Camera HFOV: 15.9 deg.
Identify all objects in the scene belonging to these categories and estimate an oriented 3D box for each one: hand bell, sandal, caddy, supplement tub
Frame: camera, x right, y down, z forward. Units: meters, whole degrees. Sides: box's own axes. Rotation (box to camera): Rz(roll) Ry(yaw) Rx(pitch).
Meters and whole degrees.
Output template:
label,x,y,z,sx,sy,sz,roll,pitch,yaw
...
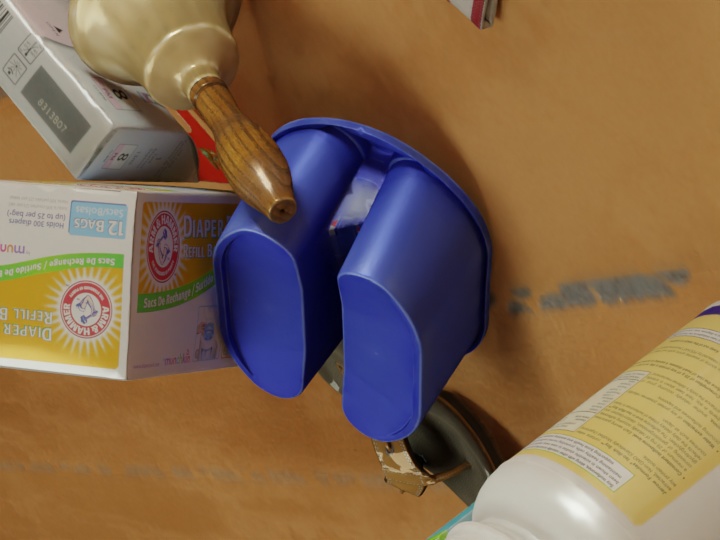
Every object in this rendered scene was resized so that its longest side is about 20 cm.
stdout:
label,x,y,z,sx,sy,sz,roll,pitch,yaw
hand bell,-0.078,-0.088,1.380,0.105,0.103,0.200,77,167,-44
sandal,0.023,0.099,1.576,0.200,0.054,0.082,39,153,38
caddy,0.000,0.000,1.421,0.140,0.105,0.201,22,148,15
supplement tub,0.141,0.118,1.148,0.145,0.199,0.146,45,157,25

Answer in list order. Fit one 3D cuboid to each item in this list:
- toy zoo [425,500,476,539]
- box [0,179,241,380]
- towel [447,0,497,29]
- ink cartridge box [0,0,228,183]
label,x,y,z,sx,sy,sz,roll,pitch,yaw
toy zoo,0.098,0.177,1.369,0.020,0.200,0.132,-32,88,35
box,-0.133,0.003,1.455,0.112,0.200,0.102,5,93,22
towel,-0.001,-0.217,1.211,0.200,0.023,0.144,47,158,21
ink cartridge box,-0.151,-0.123,1.549,0.163,0.200,0.057,49,115,19
